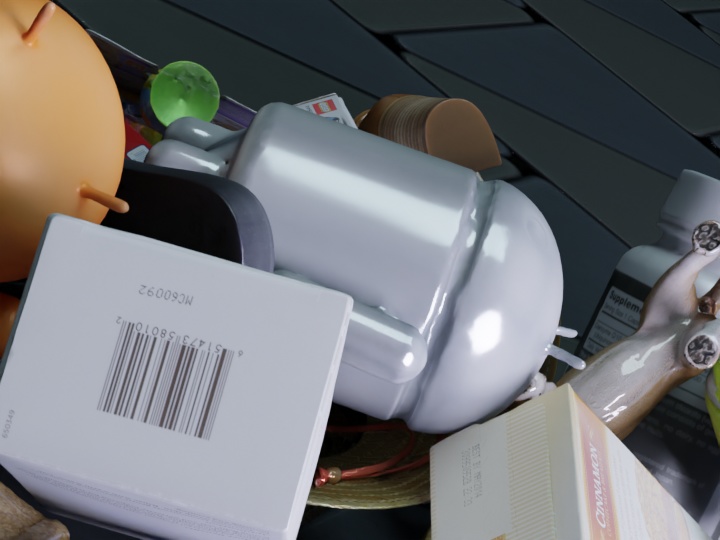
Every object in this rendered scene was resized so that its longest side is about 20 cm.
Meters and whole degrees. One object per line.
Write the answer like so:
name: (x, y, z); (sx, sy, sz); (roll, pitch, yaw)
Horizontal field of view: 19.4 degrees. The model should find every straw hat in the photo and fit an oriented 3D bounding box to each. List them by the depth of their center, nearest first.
straw hat: (-0.047, 0.070, 0.953); (0.201, 0.085, 0.201); (13, 35, -9)

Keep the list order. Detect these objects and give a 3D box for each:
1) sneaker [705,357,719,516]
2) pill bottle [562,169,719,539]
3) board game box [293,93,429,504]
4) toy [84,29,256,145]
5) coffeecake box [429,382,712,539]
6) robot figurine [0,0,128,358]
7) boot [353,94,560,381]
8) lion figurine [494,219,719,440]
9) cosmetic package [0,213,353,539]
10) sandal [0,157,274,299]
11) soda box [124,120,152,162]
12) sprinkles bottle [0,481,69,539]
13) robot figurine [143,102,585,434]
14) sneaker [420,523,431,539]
sneaker: (0.206, 0.115, 0.954); (0.200, 0.076, 0.105); (-82, 156, -62)
pill bottle: (0.166, 0.057, 1.090); (0.114, 0.200, 0.114); (26, 3, -2)
board game box: (0.010, 0.011, 1.116); (0.035, 0.126, 0.200); (-17, 39, -8)
toy: (-0.122, -0.072, 1.129); (0.115, 0.047, 0.200); (25, -15, -16)
coffeecake box: (0.114, 0.169, 0.868); (0.200, 0.073, 0.154); (46, 29, -33)
robot figurine: (-0.172, -0.048, 0.805); (0.117, 0.200, 0.144); (31, 61, -44)
boot: (0.038, -0.004, 1.228); (0.077, 0.200, 0.155); (-22, 8, -22)
lion figurine: (0.119, 0.054, 1.002); (0.073, 0.200, 0.122); (61, -1, 16)
cosmetic package: (-0.066, 0.053, 0.759); (0.108, 0.085, 0.200); (15, -11, -1)
sandal: (-0.120, -0.018, 0.858); (0.200, 0.076, 0.043); (2, 10, 42)
soda box: (-0.179, -0.076, 1.073); (0.063, 0.070, 0.200); (-34, 65, -28)
sprinkles bottle: (-0.205, 0.064, 0.790); (0.200, 0.068, 0.068); (37, 23, 7)
robot figurine: (0.000, 0.000, 0.896); (0.200, 0.113, 0.170); (20, 23, 0)
sneaker: (0.053, 0.165, 0.920); (0.090, 0.075, 0.200); (29, 24, 2)
